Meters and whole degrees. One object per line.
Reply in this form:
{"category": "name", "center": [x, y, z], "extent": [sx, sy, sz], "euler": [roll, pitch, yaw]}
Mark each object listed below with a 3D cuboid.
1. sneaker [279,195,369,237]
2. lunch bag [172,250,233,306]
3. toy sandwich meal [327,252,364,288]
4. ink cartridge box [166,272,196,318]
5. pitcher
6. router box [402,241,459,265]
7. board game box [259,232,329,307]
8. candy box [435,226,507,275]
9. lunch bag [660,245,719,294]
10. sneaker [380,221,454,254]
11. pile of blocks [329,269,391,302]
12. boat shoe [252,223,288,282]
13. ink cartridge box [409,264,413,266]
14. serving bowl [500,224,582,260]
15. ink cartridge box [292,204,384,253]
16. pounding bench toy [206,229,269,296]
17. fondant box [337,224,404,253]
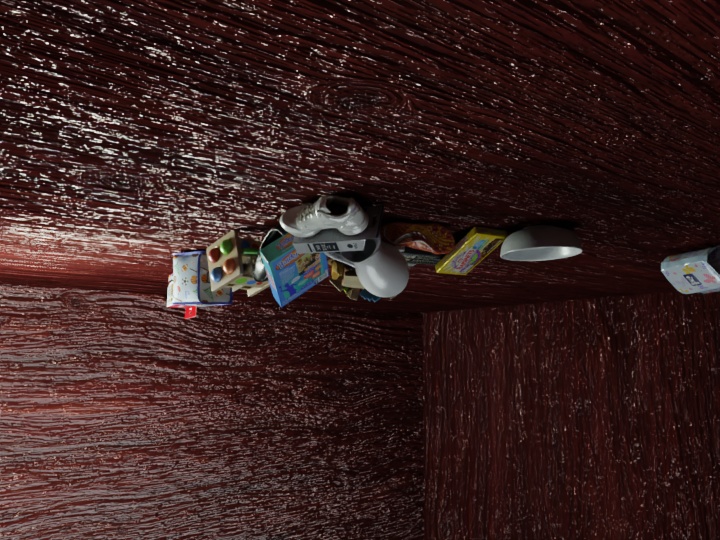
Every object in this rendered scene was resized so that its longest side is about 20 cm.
{"category": "sneaker", "center": [-0.084, -0.123, 1.199], "extent": [0.195, 0.076, 0.100], "euler": [-2, 152, 21]}
{"category": "lunch bag", "center": [-0.488, 0.025, 1.822], "extent": [0.195, 0.175, 0.123], "euler": [-1, 177, 20]}
{"category": "toy sandwich meal", "center": [0.000, 0.000, 1.535], "extent": [0.200, 0.072, 0.205], "euler": [1, 170, 0]}
{"category": "ink cartridge box", "center": [-0.704, 0.097, 2.291], "extent": [0.082, 0.180, 0.199], "euler": [5, 170, -28]}
{"category": "pitcher", "center": [0.017, -0.018, 1.378], "extent": [0.168, 0.124, 0.200], "euler": [5, 158, 33]}
{"category": "router box", "center": [0.181, -0.052, 1.639], "extent": [0.195, 0.052, 0.149], "euler": [4, 171, -12]}
{"category": "board game box", "center": [-0.151, -0.016, 1.383], "extent": [0.151, 0.045, 0.202], "euler": [-33, 152, -19]}
{"category": "candy box", "center": [0.288, -0.048, 1.528], "extent": [0.100, 0.027, 0.200], "euler": [6, 148, -24]}
{"category": "lunch bag", "center": [1.015, 0.000, 1.708], "extent": [0.196, 0.130, 0.169], "euler": [11, 167, -20]}
{"category": "sneaker", "center": [0.139, -0.086, 1.418], "extent": [0.196, 0.075, 0.077], "euler": [12, 180, -18]}
{"category": "pile of blocks", "center": [0.009, 0.054, 1.672], "extent": [0.196, 0.084, 0.062], "euler": [18, 170, 9]}
{"category": "boat shoe", "center": [-0.219, -0.040, 1.412], "extent": [0.202, 0.074, 0.063], "euler": [-51, 172, 37]}
{"category": "ink cartridge box", "center": [0.082, -0.037, 1.826], "extent": [0.195, 0.038, 0.095], "euler": [-1, 173, -8]}
{"category": "serving bowl", "center": [0.446, -0.072, 1.444], "extent": [0.195, 0.068, 0.200], "euler": [-1, 171, 0]}
{"category": "ink cartridge box", "center": [-0.043, -0.088, 1.251], "extent": [0.195, 0.101, 0.040], "euler": [-2, 140, 20]}
{"category": "pounding bench toy", "center": [-0.296, -0.033, 1.540], "extent": [0.198, 0.127, 0.154], "euler": [-27, 156, 33]}
{"category": "fondant box", "center": [-0.005, -0.077, 1.479], "extent": [0.196, 0.060, 0.143], "euler": [7, 169, -32]}
